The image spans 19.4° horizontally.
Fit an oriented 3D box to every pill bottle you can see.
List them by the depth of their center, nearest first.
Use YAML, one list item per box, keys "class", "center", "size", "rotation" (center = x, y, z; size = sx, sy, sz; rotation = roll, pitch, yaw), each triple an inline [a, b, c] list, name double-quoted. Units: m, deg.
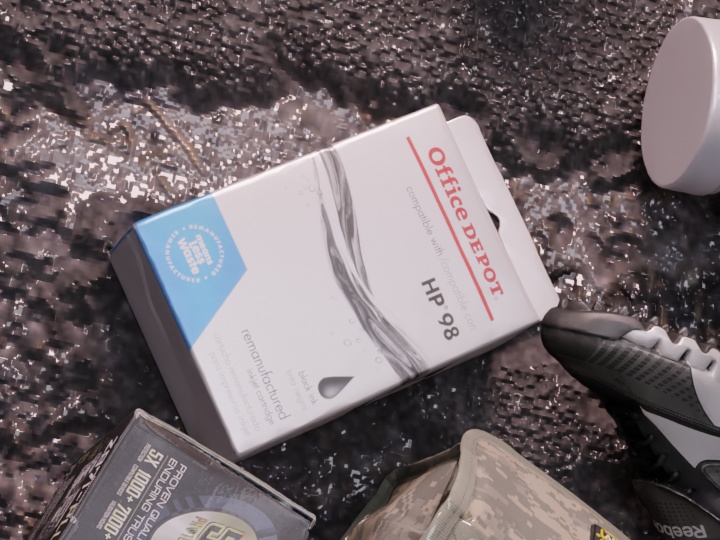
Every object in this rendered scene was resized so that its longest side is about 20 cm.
- class: "pill bottle"
  center: [0.248, -0.069, 1.045]
  size: [0.200, 0.112, 0.112]
  rotation: [7, 76, -14]

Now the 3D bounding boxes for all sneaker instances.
- class: "sneaker"
  center: [0.155, 0.085, 0.991]
  size: [0.200, 0.066, 0.091]
  rotation: [31, 79, -29]

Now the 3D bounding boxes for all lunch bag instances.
- class: "lunch bag"
  center: [0.071, 0.158, 0.894]
  size: [0.164, 0.200, 0.118]
  rotation: [40, 70, -4]

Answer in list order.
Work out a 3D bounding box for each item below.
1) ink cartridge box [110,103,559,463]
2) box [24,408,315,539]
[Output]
- class: "ink cartridge box"
  center: [0.000, 0.000, 0.979]
  size: [0.200, 0.067, 0.116]
  rotation: [-23, 84, -20]
- class: "box"
  center: [-0.119, 0.171, 0.854]
  size: [0.086, 0.164, 0.200]
  rotation: [33, 70, -7]
